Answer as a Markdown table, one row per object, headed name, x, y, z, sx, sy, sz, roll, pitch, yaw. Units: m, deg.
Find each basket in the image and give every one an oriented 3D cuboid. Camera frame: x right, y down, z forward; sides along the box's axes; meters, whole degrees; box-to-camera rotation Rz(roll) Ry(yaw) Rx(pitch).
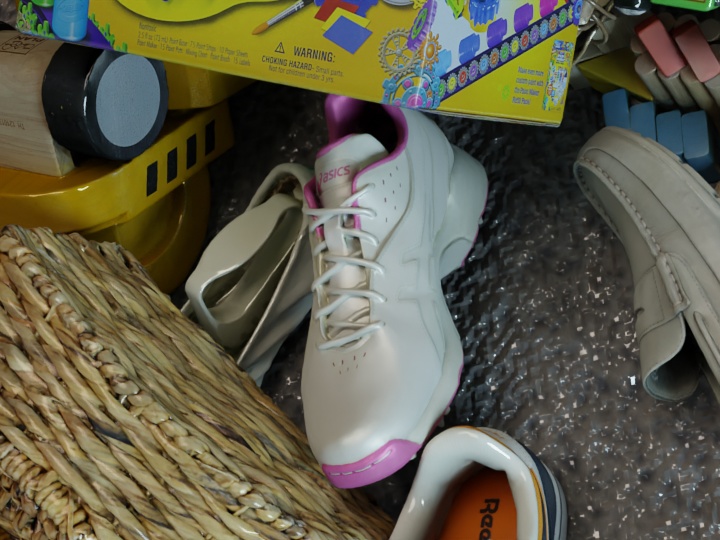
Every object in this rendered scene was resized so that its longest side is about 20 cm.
| name | x | y | z | sx | sy | sz | roll | pitch | yaw |
| --- | --- | --- | --- | --- | --- | --- | --- | --- | --- |
| basket | -0.109 | 0.099 | 0.761 | 0.200 | 0.143 | 0.149 | 44 | 99 | 13 |

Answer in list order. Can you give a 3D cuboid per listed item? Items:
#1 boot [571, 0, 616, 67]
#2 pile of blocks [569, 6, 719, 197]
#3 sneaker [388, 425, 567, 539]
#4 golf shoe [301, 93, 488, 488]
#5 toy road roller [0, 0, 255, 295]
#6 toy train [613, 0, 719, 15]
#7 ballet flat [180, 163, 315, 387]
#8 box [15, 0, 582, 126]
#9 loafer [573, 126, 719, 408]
| name | x | y | z | sx | sy | sz | roll | pitch | yaw |
| --- | --- | --- | --- | --- | --- | --- | --- | --- | --- |
| boot | 0.098 | -0.123 | 0.788 | 0.199 | 0.073 | 0.076 | -20 | 67 | 30 |
| pile of blocks | 0.151 | -0.070 | 0.790 | 0.199 | 0.062 | 0.082 | 25 | 80 | 37 |
| sneaker | 0.042 | 0.158 | 0.726 | 0.078 | 0.079 | 0.201 | -10 | 62 | 21 |
| golf shoe | 0.000 | 0.000 | 0.793 | 0.075 | 0.092 | 0.201 | -19 | 38 | 26 |
| toy road roller | -0.115 | -0.074 | 0.930 | 0.122 | 0.147 | 0.200 | 11 | 35 | 34 |
| toy train | 0.131 | -0.195 | 0.706 | 0.056 | 0.042 | 0.201 | 12 | 105 | 17 |
| ballet flat | -0.072 | 0.032 | 0.865 | 0.069 | 0.069 | 0.200 | 31 | 84 | 37 |
| box | -0.014 | -0.171 | 0.748 | 0.199 | 0.122 | 0.194 | 13 | 98 | 32 |
| loafer | 0.138 | 0.021 | 0.746 | 0.070 | 0.070 | 0.200 | -34 | 54 | 0 |
